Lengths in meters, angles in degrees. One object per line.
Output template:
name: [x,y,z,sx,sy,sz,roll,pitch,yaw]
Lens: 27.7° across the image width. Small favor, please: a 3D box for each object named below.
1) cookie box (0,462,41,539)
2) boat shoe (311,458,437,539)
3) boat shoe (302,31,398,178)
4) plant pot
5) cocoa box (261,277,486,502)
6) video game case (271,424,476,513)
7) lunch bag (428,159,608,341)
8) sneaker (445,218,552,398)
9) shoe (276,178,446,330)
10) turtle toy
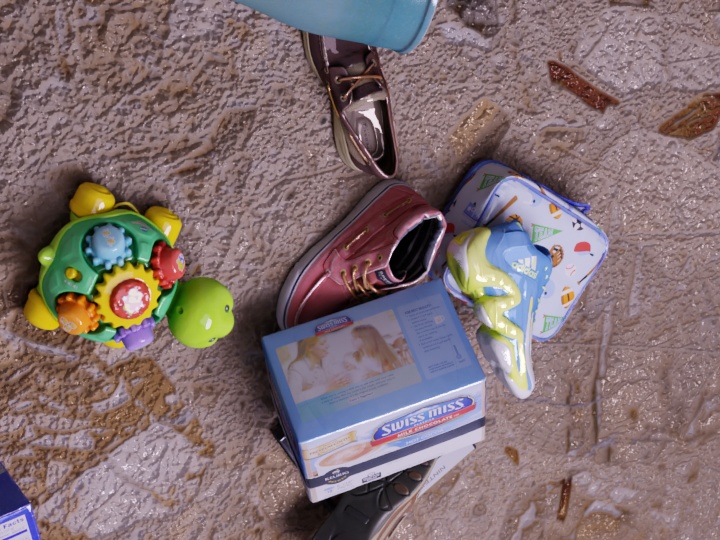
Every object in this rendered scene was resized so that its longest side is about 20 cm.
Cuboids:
cookie box: [-0.343,0.268,1.353,0.075,0.171,0.202,-22,121,-24]
boat shoe: [0.016,0.258,1.600,0.200,0.075,0.074,-50,155,-12]
boat shoe: [-0.001,-0.179,1.406,0.072,0.072,0.202,-24,122,-20]
plant pot: [-0.040,-0.296,1.262,0.186,0.200,0.202,2,112,-16]
cocoa box: [0.015,0.120,1.474,0.198,0.134,0.132,-18,147,-8]
video game case: [0.020,0.189,1.622,0.180,0.025,0.201,-39,126,-9]
lunch bag: [0.173,-0.023,1.584,0.199,0.075,0.161,28,94,-36]
sneaker: [0.166,0.036,1.513,0.104,0.076,0.201,-29,119,-9]
shoe: [0.000,0.000,1.480,0.200,0.091,0.071,-49,127,-2]
turtle toy: [-0.209,0.015,1.355,0.199,0.101,0.147,19,102,-36]
